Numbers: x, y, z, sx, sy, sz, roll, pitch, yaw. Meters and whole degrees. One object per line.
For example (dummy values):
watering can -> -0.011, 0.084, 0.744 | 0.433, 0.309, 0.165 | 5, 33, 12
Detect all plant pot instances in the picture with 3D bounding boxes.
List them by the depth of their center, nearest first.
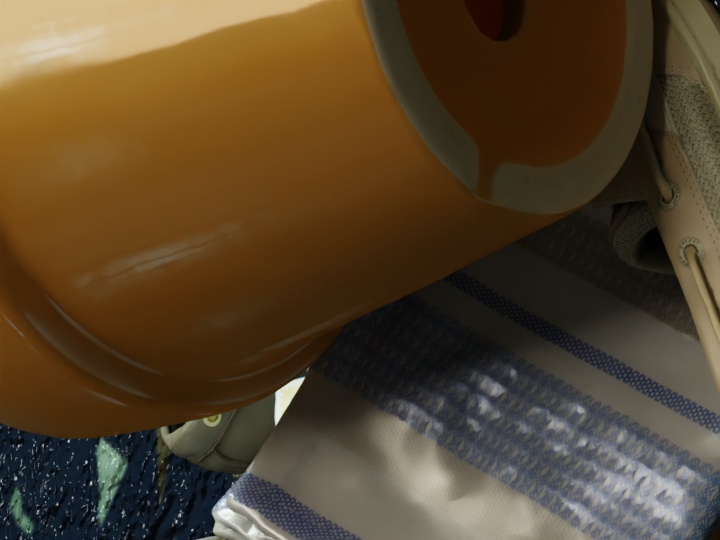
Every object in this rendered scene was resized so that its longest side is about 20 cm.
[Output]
plant pot -> -0.027, -0.062, 0.757 | 0.183, 0.200, 0.201 | -11, 66, 42

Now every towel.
towel -> 0.057, 0.026, 0.814 | 0.147, 0.024, 0.200 | 29, 83, 34

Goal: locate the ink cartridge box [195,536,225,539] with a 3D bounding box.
ink cartridge box -> -0.071, 0.203, 0.914 | 0.147, 0.083, 0.201 | 126, 133, -72

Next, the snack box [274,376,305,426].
snack box -> 0.029, 0.110, 0.877 | 0.116, 0.037, 0.201 | -16, 49, 19

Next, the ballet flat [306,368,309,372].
ballet flat -> 0.000, 0.000, 0.907 | 0.200, 0.072, 0.072 | 36, 105, 49

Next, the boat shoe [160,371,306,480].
boat shoe -> -0.036, -0.017, 1.073 | 0.072, 0.060, 0.203 | -13, 65, 54

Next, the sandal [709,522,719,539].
sandal -> 0.130, 0.053, 0.806 | 0.201, 0.054, 0.082 | -61, 35, 16

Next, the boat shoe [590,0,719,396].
boat shoe -> 0.093, -0.029, 0.767 | 0.065, 0.072, 0.200 | -35, 53, 12
